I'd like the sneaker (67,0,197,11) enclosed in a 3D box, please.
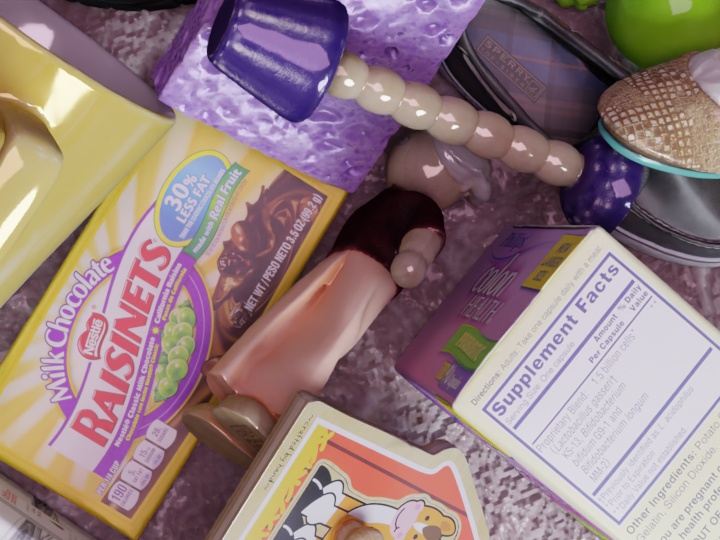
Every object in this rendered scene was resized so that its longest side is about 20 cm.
[{"bbox_3d":[-0.086,-0.164,0.803,0.199,0.073,0.082,4,89,-17],"label":"sneaker"}]

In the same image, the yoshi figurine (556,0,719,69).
[{"bbox_3d":[0.124,-0.174,0.810,0.112,0.112,0.200,-41,99,13],"label":"yoshi figurine"}]

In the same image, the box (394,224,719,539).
[{"bbox_3d":[0.130,0.078,0.779,0.200,0.176,0.097,41,87,-7],"label":"box"}]

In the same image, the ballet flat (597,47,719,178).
[{"bbox_3d":[0.195,-0.080,0.798,0.199,0.065,0.071,-1,48,-39],"label":"ballet flat"}]

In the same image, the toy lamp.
[{"bbox_3d":[0.028,-0.071,0.756,0.199,0.058,0.058,22,90,-20],"label":"toy lamp"}]

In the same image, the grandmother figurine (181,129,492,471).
[{"bbox_3d":[0.000,0.000,0.795,0.061,0.121,0.200,46,64,-23],"label":"grandmother figurine"}]

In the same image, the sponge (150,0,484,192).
[{"bbox_3d":[0.002,-0.138,0.764,0.111,0.030,0.200,24,114,-25],"label":"sponge"}]

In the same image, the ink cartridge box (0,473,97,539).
[{"bbox_3d":[-0.180,0.183,0.795,0.200,0.083,0.147,36,89,-7],"label":"ink cartridge box"}]

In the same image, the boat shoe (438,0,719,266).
[{"bbox_3d":[0.116,-0.068,0.831,0.200,0.057,0.069,36,88,-6],"label":"boat shoe"}]

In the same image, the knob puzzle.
[{"bbox_3d":[-0.004,0.168,0.784,0.219,0.030,0.221,-19,123,-32],"label":"knob puzzle"}]

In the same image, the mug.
[{"bbox_3d":[-0.189,-0.050,0.744,0.149,0.187,0.153,38,97,4],"label":"mug"}]

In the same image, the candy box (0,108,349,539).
[{"bbox_3d":[-0.099,0.019,0.827,0.102,0.026,0.201,31,88,-4],"label":"candy box"}]
